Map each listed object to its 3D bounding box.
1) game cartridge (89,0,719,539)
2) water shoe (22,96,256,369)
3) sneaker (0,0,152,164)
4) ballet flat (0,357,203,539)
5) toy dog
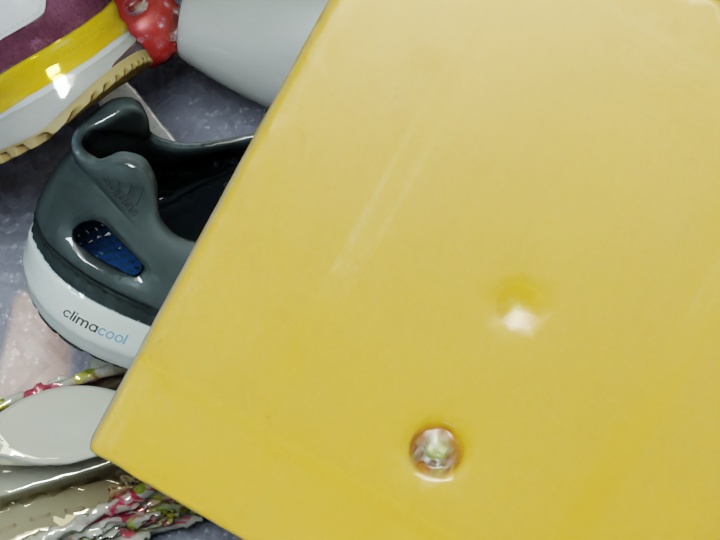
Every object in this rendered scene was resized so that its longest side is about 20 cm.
[{"bbox_3d":[0.045,0.007,0.732,0.176,0.032,0.200,30,99,1],"label":"game cartridge"},{"bbox_3d":[0.000,0.000,0.792,0.200,0.079,0.072,8,40,-21],"label":"water shoe"},{"bbox_3d":[-0.151,-0.069,0.813,0.075,0.200,0.090,-40,106,-47],"label":"sneaker"},{"bbox_3d":[-0.130,0.067,0.809,0.200,0.064,0.076,-21,68,-7],"label":"ballet flat"},{"bbox_3d":[-0.027,-0.069,0.870,0.200,0.096,0.132,18,70,27],"label":"toy dog"}]
